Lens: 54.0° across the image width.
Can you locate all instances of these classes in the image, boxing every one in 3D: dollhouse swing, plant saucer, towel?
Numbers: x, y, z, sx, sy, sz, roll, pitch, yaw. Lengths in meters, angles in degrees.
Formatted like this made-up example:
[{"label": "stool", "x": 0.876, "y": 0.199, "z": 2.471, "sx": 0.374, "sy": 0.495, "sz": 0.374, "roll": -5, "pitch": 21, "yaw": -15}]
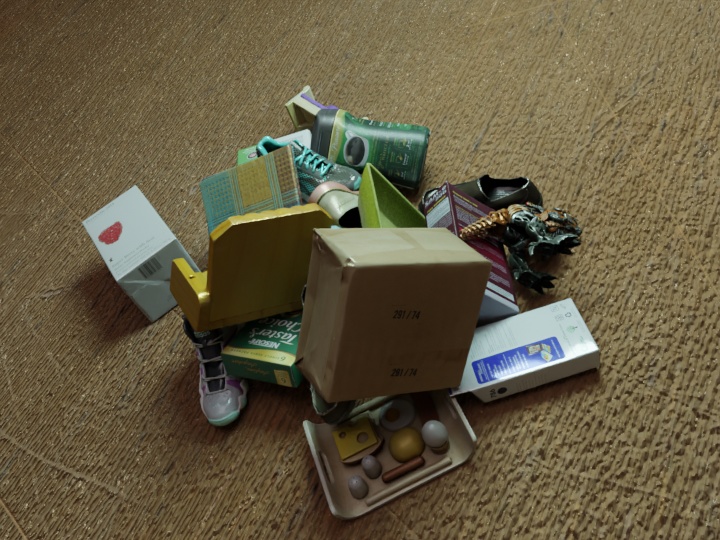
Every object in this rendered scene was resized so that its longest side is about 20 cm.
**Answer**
[{"label": "dollhouse swing", "x": -0.154, "y": -0.031, "z": 0.990, "sx": 0.198, "sy": 0.178, "sz": 0.182, "roll": -12, "pitch": 32, "yaw": -28}, {"label": "plant saucer", "x": 0.063, "y": -0.027, "z": 1.019, "sx": 0.048, "sy": 0.199, "sz": 0.201, "roll": -31, "pitch": 44, "yaw": 22}, {"label": "towel", "x": -0.175, "y": -0.104, "z": 1.140, "sx": 0.198, "sy": 0.022, "sz": 0.148, "roll": -15, "pitch": 81, "yaw": 32}]

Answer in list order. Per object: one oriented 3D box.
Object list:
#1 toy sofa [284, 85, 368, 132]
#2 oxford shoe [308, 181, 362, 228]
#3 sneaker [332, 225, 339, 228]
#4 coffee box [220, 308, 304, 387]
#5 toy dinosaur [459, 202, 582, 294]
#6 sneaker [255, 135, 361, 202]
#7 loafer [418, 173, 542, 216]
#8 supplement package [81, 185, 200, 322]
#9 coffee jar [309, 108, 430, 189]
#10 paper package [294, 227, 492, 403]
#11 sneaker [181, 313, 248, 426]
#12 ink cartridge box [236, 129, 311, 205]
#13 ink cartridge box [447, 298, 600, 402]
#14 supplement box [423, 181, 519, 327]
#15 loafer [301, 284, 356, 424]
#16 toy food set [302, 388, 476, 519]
[{"label": "toy sofa", "x": -0.044, "y": -0.281, "z": 1.338, "sx": 0.097, "sy": 0.083, "sz": 0.200, "roll": -41, "pitch": 49, "yaw": -13}, {"label": "oxford shoe", "x": 0.008, "y": -0.085, "z": 1.104, "sx": 0.074, "sy": 0.199, "sz": 0.071, "roll": 48, "pitch": 121, "yaw": 32}, {"label": "sneaker", "x": -0.085, "y": -0.033, "z": 1.164, "sx": 0.198, "sy": 0.075, "sz": 0.082, "roll": -4, "pitch": 33, "yaw": 14}, {"label": "coffee box", "x": -0.101, "y": 0.084, "z": 1.040, "sx": 0.122, "sy": 0.044, "sz": 0.200, "roll": 7, "pitch": 37, "yaw": 26}, {"label": "toy dinosaur", "x": 0.233, "y": -0.047, "z": 1.008, "sx": 0.198, "sy": 0.103, "sz": 0.136, "roll": -17, "pitch": 49, "yaw": -8}, {"label": "sneaker", "x": -0.092, "y": -0.166, "z": 1.142, "sx": 0.198, "sy": 0.092, "sz": 0.078, "roll": 13, "pitch": 56, "yaw": 26}, {"label": "loafer", "x": 0.185, "y": -0.123, "z": 1.121, "sx": 0.198, "sy": 0.072, "sz": 0.074, "roll": -5, "pitch": 50, "yaw": 17}, {"label": "supplement package", "x": -0.380, "y": -0.033, "z": 1.235, "sx": 0.121, "sy": 0.120, "sz": 0.200, "roll": -38, "pitch": 48, "yaw": -11}, {"label": "coffee jar", "x": 0.014, "y": -0.208, "z": 1.196, "sx": 0.198, "sy": 0.105, "sz": 0.085, "roll": 12, "pitch": 23, "yaw": 2}, {"label": "paper package", "x": 0.035, "y": 0.050, "z": 0.850, "sx": 0.198, "sy": 0.193, "sz": 0.103, "roll": -3, "pitch": 27, "yaw": -29}, {"label": "sneaker", "x": -0.223, "y": 0.115, "z": 1.033, "sx": 0.077, "sy": 0.140, "sz": 0.201, "roll": -17, "pitch": 47, "yaw": 7}, {"label": "ink cartridge box", "x": -0.140, "y": -0.141, "z": 1.256, "sx": 0.143, "sy": 0.084, "sz": 0.201, "roll": -15, "pitch": 48, "yaw": 8}, {"label": "ink cartridge box", "x": 0.203, "y": 0.110, "z": 0.933, "sx": 0.198, "sy": 0.039, "sz": 0.100, "roll": -17, "pitch": 42, "yaw": 4}, {"label": "supplement box", "x": 0.155, "y": -0.022, "z": 1.016, "sx": 0.061, "sy": 0.108, "sz": 0.201, "roll": -41, "pitch": 36, "yaw": 36}, {"label": "loafer", "x": -0.052, "y": 0.105, "z": 0.943, "sx": 0.075, "sy": 0.069, "sz": 0.202, "roll": -29, "pitch": 56, "yaw": 35}, {"label": "toy food set", "x": 0.033, "y": 0.209, "z": 0.908, "sx": 0.198, "sy": 0.061, "sz": 0.144, "roll": -26, "pitch": 47, "yaw": -2}]
